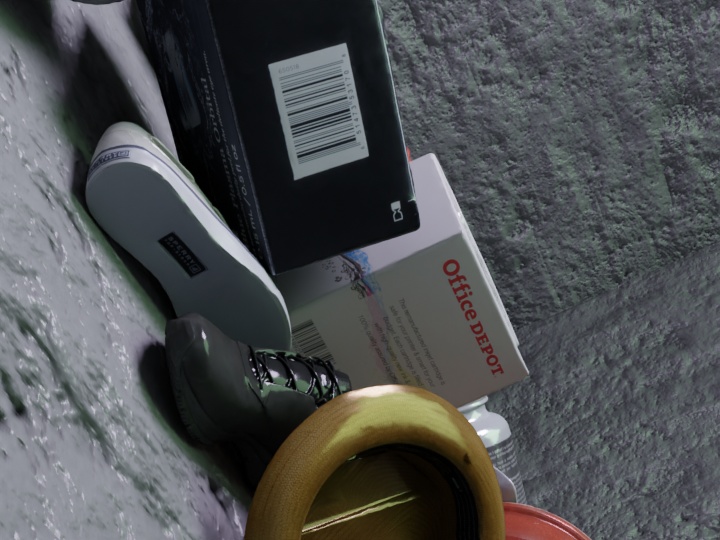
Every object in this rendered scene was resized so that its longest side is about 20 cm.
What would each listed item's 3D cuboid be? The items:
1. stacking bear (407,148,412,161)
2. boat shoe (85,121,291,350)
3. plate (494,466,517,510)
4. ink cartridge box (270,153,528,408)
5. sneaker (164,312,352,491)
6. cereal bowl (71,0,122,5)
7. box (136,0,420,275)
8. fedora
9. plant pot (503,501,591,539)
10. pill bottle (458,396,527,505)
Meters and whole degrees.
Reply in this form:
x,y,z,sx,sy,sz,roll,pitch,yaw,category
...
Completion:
x,y,z,sx,sy,sz,roll,pitch,yaw,category
-0.017,-0.088,1.064,0.113,0.122,0.200,31,9,-3,stacking bear
-0.107,-0.013,0.690,0.200,0.071,0.070,53,15,-36,boat shoe
0.065,0.216,0.962,0.200,0.032,0.201,33,-39,43,plate
0.006,0.031,0.844,0.145,0.199,0.148,-103,168,-58,ink cartridge box
-0.056,0.077,0.670,0.200,0.090,0.076,55,14,-54,sneaker
-0.205,-0.253,0.656,0.200,0.083,0.201,-24,90,-84,cereal bowl
-0.065,-0.123,0.758,0.200,0.117,0.198,30,-44,63,box
0.000,0.164,0.651,0.082,0.200,0.202,-9,-69,51,fedora
0.097,0.294,0.766,0.202,0.200,0.195,66,14,0,plant pot
0.105,0.208,1.068,0.111,0.110,0.201,-18,95,-84,pill bottle
